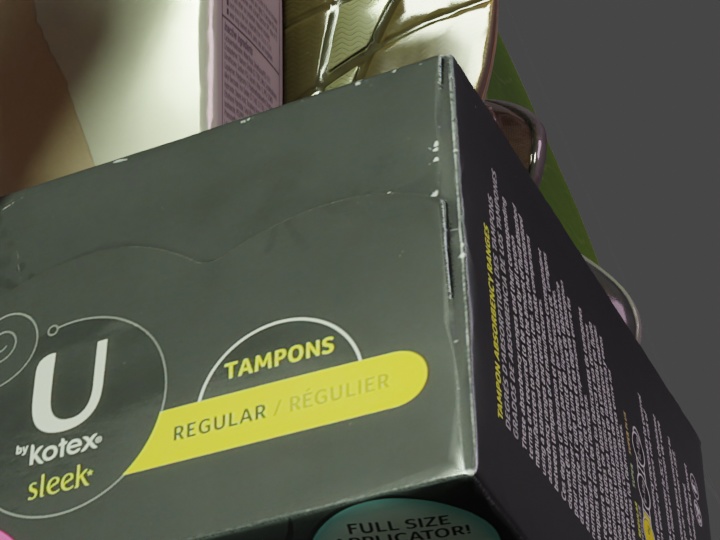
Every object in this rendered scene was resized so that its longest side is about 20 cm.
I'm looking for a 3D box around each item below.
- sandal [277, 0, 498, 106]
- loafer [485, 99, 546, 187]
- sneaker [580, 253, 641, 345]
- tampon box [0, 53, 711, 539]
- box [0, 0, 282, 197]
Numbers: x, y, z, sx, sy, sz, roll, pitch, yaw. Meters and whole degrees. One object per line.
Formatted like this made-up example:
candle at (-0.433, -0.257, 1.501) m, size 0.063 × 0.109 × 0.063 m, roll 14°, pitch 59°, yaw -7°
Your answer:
sandal at (0.005, -0.026, 0.697) m, size 0.054 × 0.080 × 0.200 m, roll 8°, pitch 86°, yaw -76°
loafer at (-0.001, -0.049, 0.938) m, size 0.071 × 0.200 × 0.073 m, roll 16°, pitch 85°, yaw -40°
sneaker at (0.000, 0.000, 0.756) m, size 0.106 × 0.200 × 0.075 m, roll 30°, pitch 78°, yaw -77°
tampon box at (-0.002, 0.068, 0.566) m, size 0.200 × 0.150 × 0.126 m, roll 52°, pitch 29°, yaw -46°
box at (-0.070, -0.089, 0.647) m, size 0.095 × 0.078 × 0.200 m, roll 41°, pitch 47°, yaw -75°
